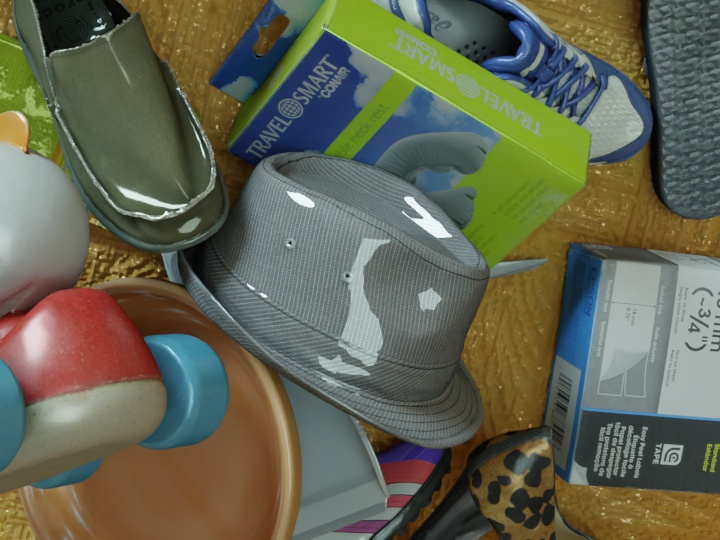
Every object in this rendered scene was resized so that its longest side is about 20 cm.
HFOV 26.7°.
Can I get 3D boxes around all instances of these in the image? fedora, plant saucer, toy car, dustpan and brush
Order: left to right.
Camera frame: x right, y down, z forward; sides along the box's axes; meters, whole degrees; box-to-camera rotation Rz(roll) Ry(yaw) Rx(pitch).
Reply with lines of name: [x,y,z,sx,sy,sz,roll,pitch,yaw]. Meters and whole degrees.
toy car: [-0.195,0.012,0.777,0.177,0.184,0.201,-21,79,32]
plant saucer: [-0.114,0.103,0.861,0.200,0.037,0.201,3,97,30]
dustpan and brush: [-0.078,0.065,0.893,0.139,0.057,0.201,-22,71,12]
fedora: [0.000,0.000,0.830,0.200,0.177,0.090,34,111,16]

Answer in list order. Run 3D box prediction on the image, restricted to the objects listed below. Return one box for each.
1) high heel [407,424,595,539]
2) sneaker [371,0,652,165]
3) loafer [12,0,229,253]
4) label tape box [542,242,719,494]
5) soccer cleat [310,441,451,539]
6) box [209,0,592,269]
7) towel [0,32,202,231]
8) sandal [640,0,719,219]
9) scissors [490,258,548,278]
high heel: [0.138,0.162,0.928,0.200,0.072,0.143,17,129,-24]
sneaker: [0.096,-0.115,0.900,0.200,0.088,0.075,24,91,-17]
loafer: [-0.137,-0.096,0.807,0.075,0.070,0.200,-30,67,-12]
label tape box: [0.226,0.066,0.972,0.199,0.063,0.145,5,98,-14]
soccer cleat: [-0.033,0.155,0.927,0.200,0.068,0.073,-38,97,-4]
box: [0.018,-0.080,0.875,0.200,0.122,0.048,29,47,-16]
towel: [-0.197,-0.087,0.871,0.200,0.018,0.086,21,93,-15]
sandal: [0.208,-0.133,0.953,0.076,0.043,0.201,0,109,-6]
scissors: [0.018,0.005,0.938,0.200,0.014,0.073,-24,101,-7]
